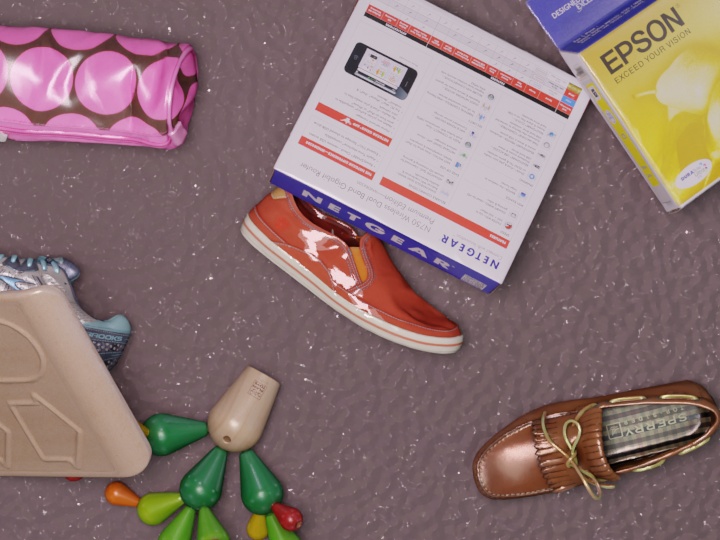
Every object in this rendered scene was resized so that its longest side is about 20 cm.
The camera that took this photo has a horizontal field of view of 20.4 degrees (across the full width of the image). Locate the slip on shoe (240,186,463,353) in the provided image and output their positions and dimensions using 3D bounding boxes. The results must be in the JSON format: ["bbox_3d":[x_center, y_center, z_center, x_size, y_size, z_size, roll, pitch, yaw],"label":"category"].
[{"bbox_3d":[0.000,0.000,1.583,0.200,0.074,0.061,36,104,3],"label":"slip on shoe"}]

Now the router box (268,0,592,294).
[{"bbox_3d":[0.055,-0.107,1.565,0.200,0.049,0.180,27,77,-2],"label":"router box"}]

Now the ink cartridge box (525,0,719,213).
[{"bbox_3d":[0.265,-0.182,1.564,0.198,0.047,0.200,-35,95,-12],"label":"ink cartridge box"}]

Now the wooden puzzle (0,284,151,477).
[{"bbox_3d":[-0.276,0.083,1.546,0.200,0.046,0.185,-6,126,28],"label":"wooden puzzle"}]

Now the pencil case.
[{"bbox_3d":[-0.229,-0.139,1.568,0.200,0.091,0.094,2,59,2],"label":"pencil case"}]

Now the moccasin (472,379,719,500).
[{"bbox_3d":[0.188,0.140,1.591,0.201,0.078,0.074,-10,94,1],"label":"moccasin"}]

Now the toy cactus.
[{"bbox_3d":[-0.121,0.152,1.593,0.200,0.102,0.165,28,83,8],"label":"toy cactus"}]

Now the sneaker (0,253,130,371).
[{"bbox_3d":[-0.272,0.017,1.594,0.200,0.078,0.086,38,81,-9],"label":"sneaker"}]
